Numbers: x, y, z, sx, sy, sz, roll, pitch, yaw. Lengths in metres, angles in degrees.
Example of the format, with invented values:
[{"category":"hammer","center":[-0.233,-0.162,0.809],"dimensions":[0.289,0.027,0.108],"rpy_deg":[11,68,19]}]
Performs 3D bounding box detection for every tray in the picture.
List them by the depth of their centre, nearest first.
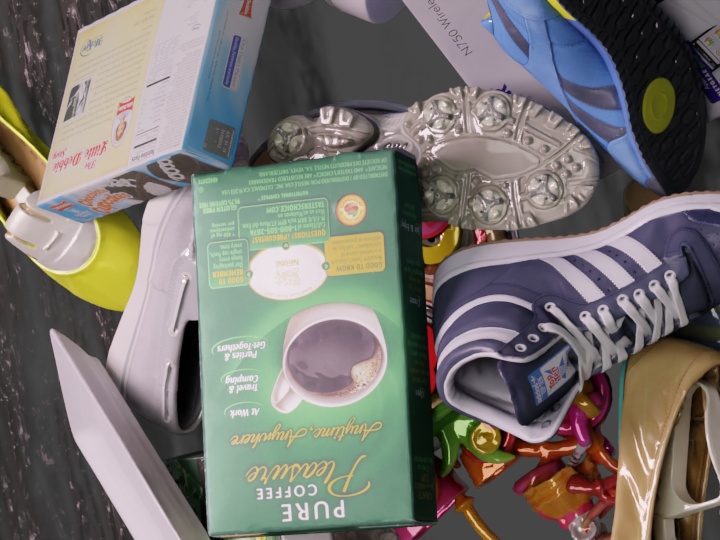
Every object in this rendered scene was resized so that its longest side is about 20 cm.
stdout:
[{"category":"tray","center":[-0.129,0.129,1.610],"dimensions":[0.200,0.022,0.108],"rpy_deg":[54,159,37]}]

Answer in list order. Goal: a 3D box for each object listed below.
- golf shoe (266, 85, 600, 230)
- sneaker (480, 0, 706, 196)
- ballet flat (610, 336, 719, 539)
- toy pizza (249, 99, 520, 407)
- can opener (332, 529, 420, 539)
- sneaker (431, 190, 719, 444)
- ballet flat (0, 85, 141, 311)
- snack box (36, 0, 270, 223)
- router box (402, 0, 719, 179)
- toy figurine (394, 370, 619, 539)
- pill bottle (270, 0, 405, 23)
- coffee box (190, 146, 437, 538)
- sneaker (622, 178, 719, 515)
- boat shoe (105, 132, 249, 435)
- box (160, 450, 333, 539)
[{"category":"golf shoe","center":[0.050,-0.059,1.506],"dimensions":[0.199,0.097,0.079],"rpy_deg":[4,88,28]},{"category":"sneaker","center":[0.117,-0.118,1.434],"dimensions":[0.078,0.200,0.066],"rpy_deg":[6,54,43]},{"category":"ballet flat","center":[0.164,0.135,1.434],"dimensions":[0.063,0.069,0.201],"rpy_deg":[0,85,36]},{"category":"toy pizza","center":[0.000,0.000,1.599],"dimensions":[0.199,0.032,0.201],"rpy_deg":[2,96,24]},{"category":"can opener","center":[0.063,0.208,1.587],"dimensions":[0.199,0.053,0.067],"rpy_deg":[29,140,21]},{"category":"sneaker","center":[0.130,0.026,1.413],"dimensions":[0.199,0.109,0.070],"rpy_deg":[-12,126,17]},{"category":"ballet flat","center":[-0.208,-0.048,1.669],"dimensions":[0.200,0.067,0.067],"rpy_deg":[48,110,13]},{"category":"snack box","center":[-0.121,-0.100,1.564],"dimensions":[0.200,0.037,0.117],"rpy_deg":[-14,60,59]},{"category":"router box","center":[0.128,-0.158,1.464],"dimensions":[0.179,0.049,0.200],"rpy_deg":[-29,118,24]},{"category":"toy figurine","center":[0.108,0.146,1.510],"dimensions":[0.200,0.150,0.184],"rpy_deg":[-37,82,7]},{"category":"pill bottle","center":[-0.059,-0.219,1.559],"dimensions":[0.199,0.120,0.120],"rpy_deg":[25,104,20]},{"category":"coffee box","center":[-0.025,0.041,1.451],"dimensions":[0.122,0.044,0.201],"rpy_deg":[-7,82,19]},{"category":"sneaker","center":[0.184,0.047,1.500],"dimensions":[0.090,0.067,0.201],"rpy_deg":[-36,83,17]},{"category":"boat shoe","center":[-0.096,0.009,1.604],"dimensions":[0.068,0.072,0.201],"rpy_deg":[35,117,26]},{"category":"box","center":[-0.060,0.174,1.572],"dimensions":[0.200,0.036,0.145],"rpy_deg":[-16,87,67]}]
